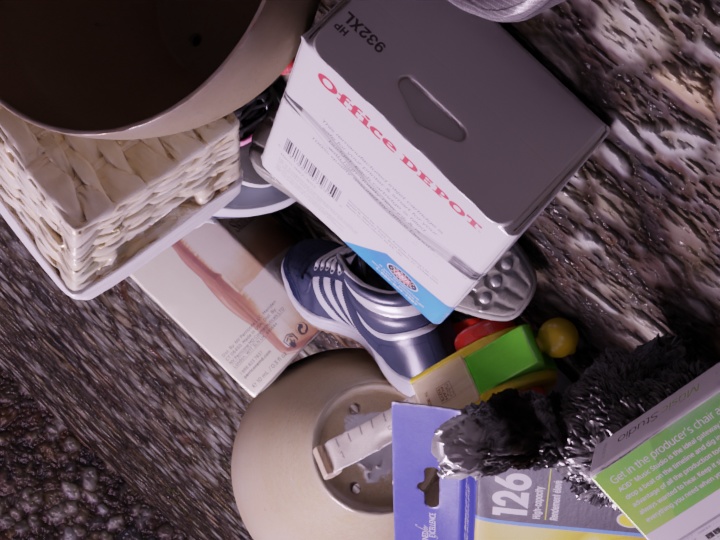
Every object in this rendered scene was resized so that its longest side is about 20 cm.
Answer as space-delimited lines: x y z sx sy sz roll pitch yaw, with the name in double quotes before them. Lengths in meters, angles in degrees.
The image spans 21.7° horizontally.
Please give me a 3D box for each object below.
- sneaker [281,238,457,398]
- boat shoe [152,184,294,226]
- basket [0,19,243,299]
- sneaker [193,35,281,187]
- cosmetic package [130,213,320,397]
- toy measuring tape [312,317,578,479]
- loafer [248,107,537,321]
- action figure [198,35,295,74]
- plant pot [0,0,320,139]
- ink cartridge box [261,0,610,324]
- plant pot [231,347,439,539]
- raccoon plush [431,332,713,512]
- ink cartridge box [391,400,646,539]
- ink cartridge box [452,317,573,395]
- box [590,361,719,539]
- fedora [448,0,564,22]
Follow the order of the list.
"sneaker" 0.000 0.000 1.291 0.200 0.070 0.109 39 155 47
"boat shoe" -0.136 -0.059 1.310 0.086 0.201 0.075 105 160 -74
"basket" -0.171 -0.106 1.107 0.200 0.135 0.123 53 163 7
"sneaker" -0.077 -0.115 1.184 0.099 0.071 0.201 34 157 46
"cosmetic package" -0.113 -0.012 1.432 0.200 0.087 0.103 44 -161 -2
"toy measuring tape" 0.062 0.083 1.215 0.199 0.074 0.074 -32 109 27
"loafer" 0.023 -0.037 1.160 0.200 0.070 0.070 36 -174 8
"action figure" -0.105 -0.191 1.080 0.200 0.065 0.052 48 174 -9
"plant pot" -0.096 -0.158 0.976 0.200 0.201 0.134 36 -170 25
"ink cartridge box" 0.033 -0.067 1.017 0.145 0.084 0.200 43 164 3
"plant pot" 0.002 0.136 1.369 0.187 0.187 0.200 43 168 3
"raccoon plush" 0.155 0.104 1.001 0.134 0.199 0.097 13 119 61
"ink cartridge box" 0.117 0.161 1.208 0.199 0.047 0.198 3 143 5
"ink cartridge box" 0.108 0.099 1.311 0.200 0.057 0.162 41 164 -7
"box" 0.233 0.128 0.947 0.200 0.144 0.036 47 -154 -12
"fedora" 0.060 -0.158 0.724 0.200 0.090 0.177 26 156 46
